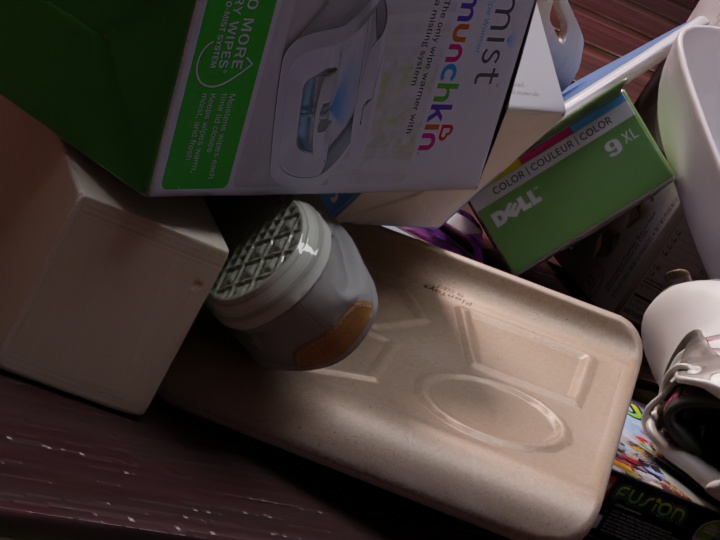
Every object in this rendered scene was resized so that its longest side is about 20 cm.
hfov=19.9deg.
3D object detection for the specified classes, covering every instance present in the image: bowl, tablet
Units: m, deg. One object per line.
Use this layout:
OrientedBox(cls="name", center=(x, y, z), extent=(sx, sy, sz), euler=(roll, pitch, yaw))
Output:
OrientedBox(cls="bowl", center=(0.257, -0.033, 1.140), extent=(0.199, 0.075, 0.201), euler=(9, 45, -24))
OrientedBox(cls="tablet", center=(0.116, -0.095, 1.248), extent=(0.200, 0.130, 0.014), euler=(-33, 94, -39))

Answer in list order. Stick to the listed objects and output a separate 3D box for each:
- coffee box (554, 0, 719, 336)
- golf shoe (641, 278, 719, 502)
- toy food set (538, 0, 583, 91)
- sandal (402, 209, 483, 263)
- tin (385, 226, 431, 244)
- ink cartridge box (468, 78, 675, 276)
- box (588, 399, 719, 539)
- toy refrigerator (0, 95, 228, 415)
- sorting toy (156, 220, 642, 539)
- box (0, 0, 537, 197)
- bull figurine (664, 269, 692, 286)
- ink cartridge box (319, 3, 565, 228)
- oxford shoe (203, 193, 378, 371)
OrientedBox(cls="coffee box", center=(0.214, -0.060, 1.279), extent=(0.080, 0.201, 0.113), euler=(25, 16, -27))
OrientedBox(cls="golf shoe", center=(0.169, 0.054, 0.956), extent=(0.088, 0.078, 0.200), euler=(14, 20, -24))
OrientedBox(cls="toy food set", center=(0.027, -0.144, 1.241), extent=(0.199, 0.061, 0.144), euler=(-8, -18, 13))
OrientedBox(cls="sandal", center=(0.025, -0.039, 1.162), extent=(0.082, 0.050, 0.203), euler=(8, 27, -51))
OrientedBox(cls="tin", center=(0.000, 0.000, 1.024), extent=(0.199, 0.042, 0.112), euler=(28, 11, -5))
OrientedBox(cls="ink cartridge box", center=(0.115, -0.047, 1.146), extent=(0.059, 0.104, 0.200), euler=(59, 3, 3))
OrientedBox(cls="box", center=(0.162, 0.110, 0.968), extent=(0.199, 0.035, 0.110), euler=(23, 16, -22))
OrientedBox(cls="toy refrigerator", center=(-0.113, -0.027, 0.830), extent=(0.070, 0.076, 0.200), euler=(22, 17, -25))
OrientedBox(cls="sorting toy", center=(0.022, 0.042, 0.870), extent=(0.184, 0.037, 0.200), euler=(21, 24, 7))
OrientedBox(cls="box", center=(-0.063, -0.113, 0.824), extent=(0.176, 0.097, 0.200), euler=(-3, 28, -45))
OrientedBox(cls="bull figurine", center=(0.229, 0.059, 1.161), extent=(0.199, 0.065, 0.122), euler=(27, 47, -36))
OrientedBox(cls="ink cartridge box", center=(0.016, -0.134, 0.947), extent=(0.068, 0.115, 0.201), euler=(2, 64, -31))
OrientedBox(cls="oxford shoe", center=(-0.040, -0.012, 0.834), extent=(0.058, 0.075, 0.200), euler=(46, 4, -25))
